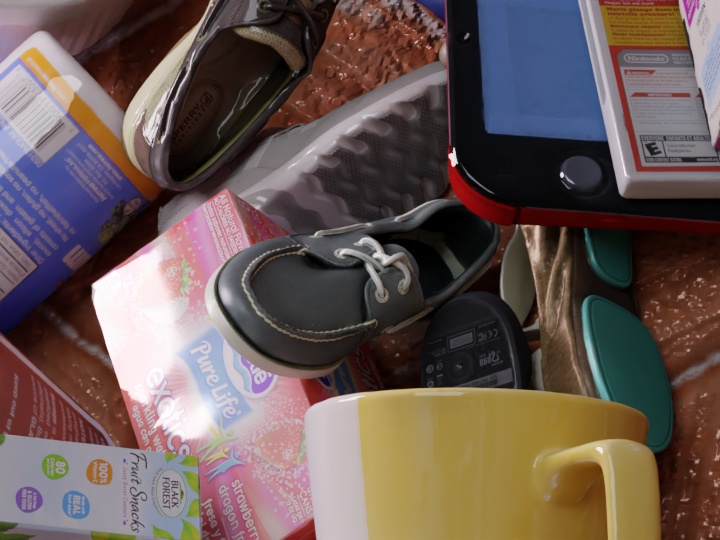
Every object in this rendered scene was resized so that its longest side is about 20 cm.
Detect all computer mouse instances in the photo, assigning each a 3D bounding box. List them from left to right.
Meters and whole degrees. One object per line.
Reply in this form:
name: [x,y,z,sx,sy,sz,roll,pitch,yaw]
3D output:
computer mouse: [0.060,0.103,1.278,0.059,0.034,0.200,-17,62,32]

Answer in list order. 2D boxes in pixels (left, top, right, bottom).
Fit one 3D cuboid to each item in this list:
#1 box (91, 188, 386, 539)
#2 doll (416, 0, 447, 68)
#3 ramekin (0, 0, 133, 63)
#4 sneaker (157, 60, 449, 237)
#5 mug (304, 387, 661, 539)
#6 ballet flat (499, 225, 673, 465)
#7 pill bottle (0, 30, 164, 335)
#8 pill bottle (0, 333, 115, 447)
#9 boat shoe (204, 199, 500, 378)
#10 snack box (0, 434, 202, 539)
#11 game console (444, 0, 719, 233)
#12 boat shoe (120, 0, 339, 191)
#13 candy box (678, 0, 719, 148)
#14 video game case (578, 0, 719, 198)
box: [-0.046,0.074,1.330,0.095,0.103,0.200,-36,49,17]
doll: [0.086,-0.138,1.422,0.136,0.049,0.200,-27,53,-28]
ramekin: [-0.206,-0.205,1.556,0.202,0.094,0.203,6,60,-10]
sneaker: [-0.026,-0.059,1.429,0.200,0.075,0.082,-29,44,4]
mug: [0.047,0.133,1.151,0.149,0.187,0.153,2,78,3]
ballet flat: [0.101,0.024,1.323,0.072,0.068,0.200,-34,48,31]
pill bottle: [-0.207,-0.025,1.479,0.200,0.112,0.112,-43,51,-1]
pill bottle: [-0.186,0.097,1.334,0.112,0.200,0.112,-14,55,20]
boat shoe: [0.000,0.000,1.302,0.062,0.200,0.073,-43,74,30]
snack box: [-0.165,0.149,1.266,0.142,0.200,0.053,6,53,-16]
game console: [0.129,-0.103,1.350,0.177,0.031,0.200,2,55,-2]
boat shoe: [-0.047,-0.123,1.407,0.200,0.073,0.065,-58,30,8]
candy box: [0.222,-0.154,1.330,0.136,0.061,0.200,-1,54,-9]
video game case: [0.180,-0.119,1.347,0.143,0.017,0.200,0,55,-11]
